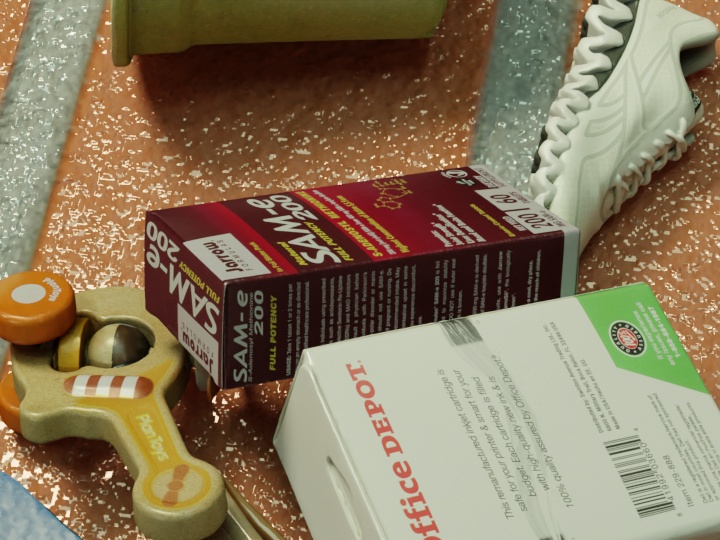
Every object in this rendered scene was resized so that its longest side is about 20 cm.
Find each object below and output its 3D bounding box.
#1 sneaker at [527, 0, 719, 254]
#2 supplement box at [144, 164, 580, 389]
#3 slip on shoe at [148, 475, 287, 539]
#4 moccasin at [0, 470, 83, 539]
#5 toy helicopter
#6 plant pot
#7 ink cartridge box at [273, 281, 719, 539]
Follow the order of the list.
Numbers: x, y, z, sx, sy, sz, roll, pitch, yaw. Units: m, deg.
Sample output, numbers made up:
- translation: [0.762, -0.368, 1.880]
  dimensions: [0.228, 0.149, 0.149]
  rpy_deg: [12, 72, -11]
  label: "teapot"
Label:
- translation: [0.142, -0.075, 1.258]
  dimensions: [0.081, 0.075, 0.201]
  rpy_deg: [19, 63, 7]
  label: "sneaker"
- translation: [0.000, 0.000, 1.169]
  dimensions: [0.199, 0.061, 0.109]
  rpy_deg: [-9, 25, -25]
  label: "supplement box"
- translation: [-0.020, 0.172, 1.121]
  dimensions: [0.200, 0.076, 0.061]
  rpy_deg: [32, 89, 30]
  label: "slip on shoe"
- translation: [-0.140, 0.177, 1.139]
  dimensions: [0.080, 0.068, 0.200]
  rpy_deg: [-30, 61, -20]
  label: "moccasin"
- translation: [-0.107, 0.070, 1.170]
  dimensions: [0.132, 0.079, 0.200]
  rpy_deg: [-13, 37, -18]
  label: "toy helicopter"
- translation: [-0.040, -0.207, 1.291]
  dimensions: [0.183, 0.201, 0.201]
  rpy_deg: [5, 59, -3]
  label: "plant pot"
- translation: [0.075, 0.099, 1.113]
  dimensions: [0.199, 0.084, 0.146]
  rpy_deg: [-10, 56, -24]
  label: "ink cartridge box"
